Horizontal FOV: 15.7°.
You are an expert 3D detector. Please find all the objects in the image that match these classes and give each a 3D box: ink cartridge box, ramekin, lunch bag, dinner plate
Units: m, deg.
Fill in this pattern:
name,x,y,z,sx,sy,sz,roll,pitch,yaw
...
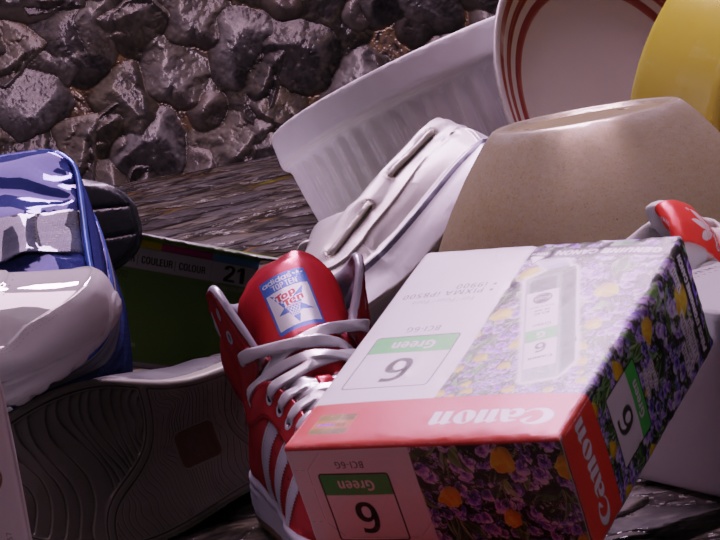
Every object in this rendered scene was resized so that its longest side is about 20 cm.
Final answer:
name,x,y,z,sx,sy,sz,roll,pitch,yaw
ink cartridge box,0.039,0.060,0.901,0.108,0.051,0.200,-4,28,29
ink cartridge box,-0.102,0.021,1.444,0.199,0.076,0.148,8,-2,34
ramekin,0.059,-0.069,1.497,0.199,0.105,0.200,-24,-3,-1
lunch bag,-0.212,0.028,1.245,0.199,0.133,0.136,-12,48,-3
dinner plate,0.144,-0.088,1.422,0.200,0.201,0.024,-17,-8,-42

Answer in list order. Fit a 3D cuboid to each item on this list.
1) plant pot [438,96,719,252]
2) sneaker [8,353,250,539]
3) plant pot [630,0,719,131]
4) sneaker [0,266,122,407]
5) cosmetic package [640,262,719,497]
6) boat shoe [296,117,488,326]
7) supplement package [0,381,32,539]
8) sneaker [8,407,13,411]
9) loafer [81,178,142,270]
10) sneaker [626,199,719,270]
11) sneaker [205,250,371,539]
name,x,y,z,sx,sy,sz,roll,pitch,yaw
plant pot,0.118,-0.009,1.242,0.199,0.135,0.200,-11,6,1
sneaker,-0.107,0.085,1.152,0.199,0.075,0.106,-12,-3,-39
plant pot,0.269,-0.068,1.322,0.200,0.202,0.189,-15,22,-33
sneaker,-0.201,0.015,1.088,0.199,0.100,0.078,-11,18,3
cosmetic package,0.187,0.038,0.974,0.112,0.082,0.200,-15,9,-22
boat shoe,0.000,0.000,1.293,0.066,0.072,0.200,31,70,28
supplement package,-0.223,0.107,0.889,0.199,0.118,0.117,-14,8,-27
sneaker,-0.202,0.110,1.088,0.084,0.075,0.200,3,23,40
loafer,-0.206,-0.001,1.386,0.199,0.073,0.072,-13,-12,10
sneaker,0.160,0.011,1.100,0.199,0.094,0.070,-14,40,-6
sneaker,-0.010,0.052,1.027,0.071,0.113,0.200,-12,8,-17
